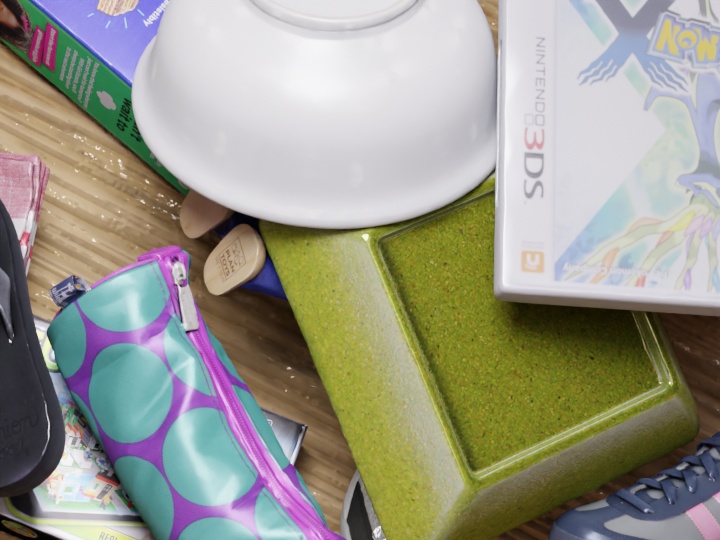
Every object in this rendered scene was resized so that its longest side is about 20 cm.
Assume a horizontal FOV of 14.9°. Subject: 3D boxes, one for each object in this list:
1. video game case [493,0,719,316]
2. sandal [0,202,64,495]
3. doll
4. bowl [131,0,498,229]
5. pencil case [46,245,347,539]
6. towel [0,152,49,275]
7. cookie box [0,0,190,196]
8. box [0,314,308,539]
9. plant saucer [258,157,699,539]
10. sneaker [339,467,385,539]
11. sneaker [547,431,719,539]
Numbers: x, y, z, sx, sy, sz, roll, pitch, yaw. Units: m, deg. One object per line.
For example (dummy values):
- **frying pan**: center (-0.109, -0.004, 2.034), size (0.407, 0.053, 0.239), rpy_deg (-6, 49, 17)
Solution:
- **video game case**: center (0.167, -0.067, 1.393), size (0.199, 0.022, 0.184), rpy_deg (4, 72, -7)
- **sandal**: center (-0.202, 0.017, 1.392), size (0.076, 0.043, 0.201), rpy_deg (-33, 64, 10)
- **doll**: center (0.000, 0.000, 1.473), size (0.199, 0.048, 0.137), rpy_deg (10, 44, -43)
- **bowl**: center (-0.017, -0.119, 1.403), size (0.200, 0.091, 0.202), rpy_deg (2, 42, -2)
- **pencil case**: center (-0.082, 0.086, 1.409), size (0.085, 0.092, 0.201), rpy_deg (-18, 73, -51)
- **towel**: center (-0.250, 0.024, 1.449), size (0.143, 0.023, 0.201), rpy_deg (4, 65, 11)
- **cookie box**: center (-0.105, -0.165, 1.537), size (0.200, 0.075, 0.171), rpy_deg (40, 68, 6)
- **box**: center (-0.140, 0.097, 1.462), size (0.199, 0.035, 0.111), rpy_deg (22, 69, -2)
- **plant saucer**: center (0.074, 0.026, 1.412), size (0.199, 0.048, 0.201), rpy_deg (-23, 91, -27)
- **sneaker**: center (0.064, 0.082, 1.476), size (0.076, 0.088, 0.200), rpy_deg (41, 71, 4)
- **sneaker**: center (0.184, 0.112, 1.463), size (0.199, 0.070, 0.083), rpy_deg (-7, 112, -34)
